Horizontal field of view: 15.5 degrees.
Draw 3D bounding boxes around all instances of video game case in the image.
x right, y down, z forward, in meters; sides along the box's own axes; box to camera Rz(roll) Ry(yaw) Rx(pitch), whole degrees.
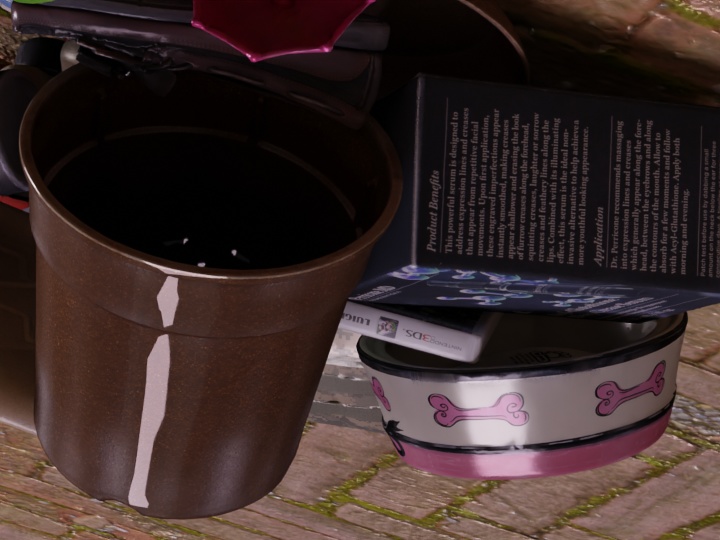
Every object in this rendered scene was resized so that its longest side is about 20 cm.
[{"bbox_3d":[0.000,0.000,1.611,0.182,0.023,0.200,15,-164,7],"label":"video game case"}]

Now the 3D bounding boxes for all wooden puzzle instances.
[{"bbox_3d":[-0.195,0.040,1.575,0.185,0.200,0.046,22,118,-21],"label":"wooden puzzle"}]

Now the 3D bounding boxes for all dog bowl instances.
[{"bbox_3d":[0.100,0.068,1.600,0.200,0.074,0.200,-6,-168,1],"label":"dog bowl"}]

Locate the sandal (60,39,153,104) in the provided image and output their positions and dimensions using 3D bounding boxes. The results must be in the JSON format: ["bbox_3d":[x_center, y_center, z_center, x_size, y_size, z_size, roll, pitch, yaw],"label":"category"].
[{"bbox_3d":[-0.143,-0.070,1.528,0.080,0.054,0.200,24,160,14],"label":"sandal"}]

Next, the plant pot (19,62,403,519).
[{"bbox_3d":[-0.092,0.014,1.430,0.200,0.200,0.198,14,129,2],"label":"plant pot"}]

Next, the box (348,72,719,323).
[{"bbox_3d":[0.099,-0.036,1.474,0.200,0.107,0.148,5,172,-17],"label":"box"}]

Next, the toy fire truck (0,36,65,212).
[{"bbox_3d":[-0.205,-0.065,1.724,0.176,0.129,0.200,28,147,-33],"label":"toy fire truck"}]

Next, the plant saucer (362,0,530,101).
[{"bbox_3d":[-0.001,-0.141,1.450,0.200,0.037,0.200,14,161,5],"label":"plant saucer"}]

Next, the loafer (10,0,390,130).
[{"bbox_3d":[-0.086,-0.112,1.383,0.200,0.063,0.072,6,-168,-4],"label":"loafer"}]

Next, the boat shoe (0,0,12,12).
[{"bbox_3d":[-0.189,-0.187,1.405,0.200,0.072,0.072,20,159,-15],"label":"boat shoe"}]

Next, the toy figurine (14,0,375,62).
[{"bbox_3d":[-0.055,-0.172,1.266,0.200,0.150,0.184,-12,155,41],"label":"toy figurine"}]

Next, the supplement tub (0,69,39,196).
[{"bbox_3d":[-0.281,-0.068,1.534,0.200,0.107,0.107,-8,153,21],"label":"supplement tub"}]

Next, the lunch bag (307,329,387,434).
[{"bbox_3d":[-0.026,0.020,1.800,0.164,0.118,0.200,8,149,14],"label":"lunch bag"}]
